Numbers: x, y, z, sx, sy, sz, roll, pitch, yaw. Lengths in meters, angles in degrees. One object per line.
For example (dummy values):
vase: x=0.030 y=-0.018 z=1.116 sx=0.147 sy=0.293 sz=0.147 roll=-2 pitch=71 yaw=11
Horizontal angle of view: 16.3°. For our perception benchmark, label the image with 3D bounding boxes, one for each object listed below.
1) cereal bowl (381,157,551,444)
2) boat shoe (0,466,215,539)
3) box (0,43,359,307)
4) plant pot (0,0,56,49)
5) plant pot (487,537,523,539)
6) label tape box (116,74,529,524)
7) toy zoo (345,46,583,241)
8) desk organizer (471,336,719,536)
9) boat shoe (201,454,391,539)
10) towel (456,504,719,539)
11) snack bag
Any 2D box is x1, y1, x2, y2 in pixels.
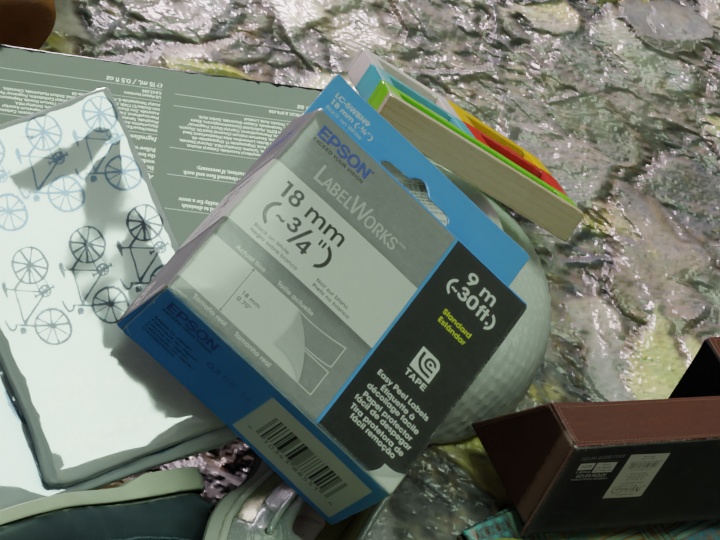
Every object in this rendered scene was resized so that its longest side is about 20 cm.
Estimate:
cereal bowl: x=0.020 y=-0.004 z=1.400 sx=0.200 sy=0.083 sz=0.200 roll=16 pitch=42 yaw=-15
boat shoe: x=-0.139 y=0.139 z=1.155 sx=0.200 sy=0.075 sz=0.062 roll=-9 pitch=73 yaw=-55
box: x=-0.108 y=-0.026 z=1.286 sx=0.200 sy=0.079 sz=0.141 roll=8 pitch=63 yaw=-9
plant pot: x=-0.252 y=-0.166 z=1.336 sx=0.200 sy=0.200 sz=0.140 roll=-15 pitch=74 yaw=-41
plant pot: x=0.035 y=0.208 z=1.118 sx=0.200 sy=0.200 sz=0.184 roll=42 pitch=30 yaw=15
label tape box: x=0.000 y=0.000 z=1.220 sx=0.144 sy=0.063 sz=0.200 roll=43 pitch=56 yaw=-7
toy zoo: x=0.056 y=-0.079 z=1.476 sx=0.131 sy=0.020 sz=0.200 roll=31 pitch=9 yaw=-11
desk organizer: x=0.168 y=0.087 z=1.373 sx=0.200 sy=0.072 sz=0.077 roll=-1 pitch=46 yaw=-31
boat shoe: x=-0.028 y=0.133 z=1.219 sx=0.065 sy=0.075 sz=0.202 roll=-2 pitch=27 yaw=19
towel: x=0.162 y=0.164 z=1.356 sx=0.200 sy=0.022 sz=0.147 roll=-18 pitch=58 yaw=-42
snack bag: x=-0.176 y=0.024 z=1.199 sx=0.200 sy=0.021 sz=0.189 roll=-19 pitch=77 yaw=-16
